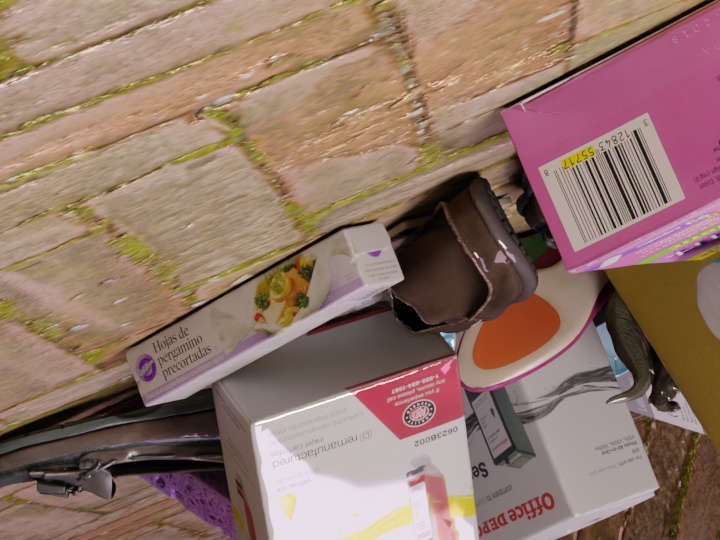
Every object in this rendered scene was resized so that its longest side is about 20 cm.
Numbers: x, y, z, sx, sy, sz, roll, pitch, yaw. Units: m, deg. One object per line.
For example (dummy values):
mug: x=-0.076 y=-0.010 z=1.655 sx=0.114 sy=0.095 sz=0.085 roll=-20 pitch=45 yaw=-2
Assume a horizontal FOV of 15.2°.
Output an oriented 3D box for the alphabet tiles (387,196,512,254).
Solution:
alphabet tiles: x=0.000 y=0.000 z=1.727 sx=0.166 sy=0.006 sz=0.200 roll=-13 pitch=168 yaw=-44

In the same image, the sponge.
sponge: x=-0.081 y=0.155 z=1.902 sx=0.112 sy=0.200 sz=0.030 roll=-9 pitch=128 yaw=-59

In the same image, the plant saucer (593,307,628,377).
plant saucer: x=0.245 y=0.012 z=1.906 sx=0.200 sy=0.019 sz=0.070 roll=-30 pitch=141 yaw=20

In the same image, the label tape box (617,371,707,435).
label tape box: x=0.243 y=0.039 z=2.028 sx=0.144 sy=0.200 sz=0.063 roll=-57 pitch=144 yaw=-24

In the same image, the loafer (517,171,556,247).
loafer: x=0.135 y=-0.031 z=1.633 sx=0.072 sy=0.063 sz=0.200 roll=-22 pitch=171 yaw=7

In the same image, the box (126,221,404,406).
box: x=-0.060 y=0.028 z=1.636 sx=0.200 sy=0.039 sz=0.041 roll=-29 pitch=167 yaw=38

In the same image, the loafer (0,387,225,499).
loafer: x=-0.162 y=0.127 z=1.837 sx=0.200 sy=0.063 sz=0.072 roll=-15 pitch=174 yaw=2

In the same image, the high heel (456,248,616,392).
high heel: x=0.132 y=0.023 z=1.832 sx=0.200 sy=0.067 sz=0.096 roll=-41 pitch=169 yaw=-20

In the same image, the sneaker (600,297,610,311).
sneaker: x=0.197 y=0.003 z=1.943 sx=0.091 sy=0.066 sz=0.200 roll=-55 pitch=-170 yaw=-29

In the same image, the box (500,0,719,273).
box: x=0.204 y=-0.079 z=1.457 sx=0.176 sy=0.097 sz=0.200 roll=-27 pitch=171 yaw=26

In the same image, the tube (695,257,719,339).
tube: x=0.282 y=-0.012 z=1.542 sx=0.200 sy=0.077 sz=0.050 roll=-22 pitch=158 yaw=-29

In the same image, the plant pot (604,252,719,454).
plant pot: x=0.290 y=-0.027 z=1.700 sx=0.194 sy=0.196 sz=0.200 roll=-20 pitch=152 yaw=-19

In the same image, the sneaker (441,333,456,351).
sneaker: x=-0.001 y=0.076 z=1.836 sx=0.200 sy=0.077 sz=0.081 roll=-45 pitch=-165 yaw=41

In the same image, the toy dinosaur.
toy dinosaur: x=0.200 y=0.036 z=1.815 sx=0.200 sy=0.102 sz=0.077 roll=-32 pitch=-172 yaw=-38

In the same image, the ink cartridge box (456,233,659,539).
ink cartridge box: x=0.108 y=0.092 z=1.908 sx=0.084 sy=0.200 sz=0.146 roll=-15 pitch=168 yaw=-34

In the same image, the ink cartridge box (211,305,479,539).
ink cartridge box: x=-0.005 y=0.140 z=1.742 sx=0.145 sy=0.200 sz=0.083 roll=-18 pitch=-147 yaw=-16

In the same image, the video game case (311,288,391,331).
video game case: x=-0.040 y=0.042 z=1.806 sx=0.143 sy=0.018 sz=0.200 roll=-25 pitch=172 yaw=14

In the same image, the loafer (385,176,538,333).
loafer: x=0.056 y=0.005 z=1.627 sx=0.071 sy=0.073 sz=0.200 roll=-26 pitch=166 yaw=-10
